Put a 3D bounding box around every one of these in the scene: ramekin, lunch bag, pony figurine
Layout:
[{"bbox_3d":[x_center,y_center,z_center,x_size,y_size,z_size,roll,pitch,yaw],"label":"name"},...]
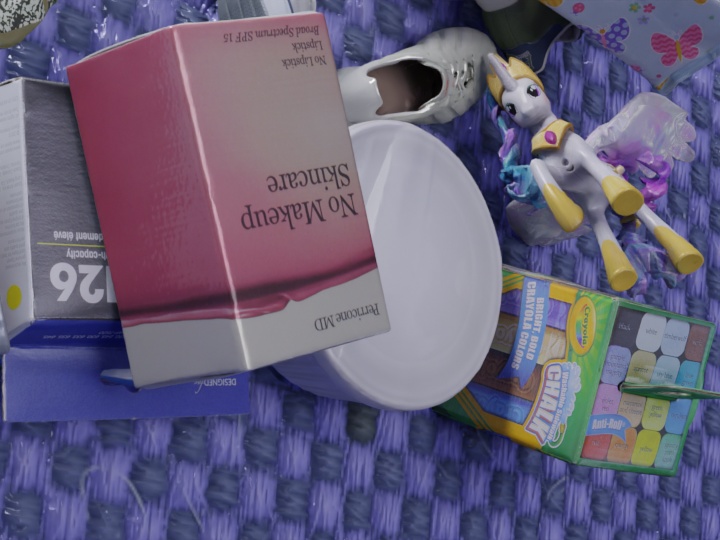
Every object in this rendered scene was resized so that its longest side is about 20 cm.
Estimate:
[{"bbox_3d":[0.000,0.000,1.222,0.202,0.094,0.204,7,80,-43],"label":"ramekin"},{"bbox_3d":[0.211,-0.269,1.344,0.169,0.127,0.201,32,38,-27],"label":"lunch bag"},{"bbox_3d":[0.178,-0.069,1.322,0.193,0.166,0.200,36,18,-44],"label":"pony figurine"}]

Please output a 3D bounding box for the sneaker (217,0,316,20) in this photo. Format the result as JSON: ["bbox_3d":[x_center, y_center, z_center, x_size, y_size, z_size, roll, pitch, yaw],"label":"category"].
[{"bbox_3d":[-0.058,-0.187,1.208,0.071,0.073,0.201,-11,91,-41],"label":"sneaker"}]

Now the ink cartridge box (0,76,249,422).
[{"bbox_3d":[-0.135,-0.010,1.079,0.197,0.047,0.201,2,79,-46],"label":"ink cartridge box"}]

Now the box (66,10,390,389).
[{"bbox_3d":[-0.078,-0.042,1.036,0.128,0.109,0.201,-14,92,-45],"label":"box"}]

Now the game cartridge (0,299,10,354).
[{"bbox_3d":[-0.279,-0.038,0.963,0.132,0.042,0.201,-13,90,-21],"label":"game cartridge"}]

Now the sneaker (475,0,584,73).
[{"bbox_3d":[0.156,-0.230,1.422,0.200,0.067,0.090,-49,121,-45],"label":"sneaker"}]

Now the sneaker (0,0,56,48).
[{"bbox_3d":[-0.181,-0.223,1.084,0.077,0.088,0.201,46,56,-29],"label":"sneaker"}]

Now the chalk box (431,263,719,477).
[{"bbox_3d":[0.173,0.078,1.286,0.124,0.200,0.125,13,93,-41],"label":"chalk box"}]

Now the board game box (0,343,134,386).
[{"bbox_3d":[-0.200,-0.015,1.073,0.199,0.036,0.152,13,74,-43],"label":"board game box"}]

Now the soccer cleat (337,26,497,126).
[{"bbox_3d":[0.049,-0.140,1.301,0.200,0.077,0.070,-23,100,-43],"label":"soccer cleat"}]
